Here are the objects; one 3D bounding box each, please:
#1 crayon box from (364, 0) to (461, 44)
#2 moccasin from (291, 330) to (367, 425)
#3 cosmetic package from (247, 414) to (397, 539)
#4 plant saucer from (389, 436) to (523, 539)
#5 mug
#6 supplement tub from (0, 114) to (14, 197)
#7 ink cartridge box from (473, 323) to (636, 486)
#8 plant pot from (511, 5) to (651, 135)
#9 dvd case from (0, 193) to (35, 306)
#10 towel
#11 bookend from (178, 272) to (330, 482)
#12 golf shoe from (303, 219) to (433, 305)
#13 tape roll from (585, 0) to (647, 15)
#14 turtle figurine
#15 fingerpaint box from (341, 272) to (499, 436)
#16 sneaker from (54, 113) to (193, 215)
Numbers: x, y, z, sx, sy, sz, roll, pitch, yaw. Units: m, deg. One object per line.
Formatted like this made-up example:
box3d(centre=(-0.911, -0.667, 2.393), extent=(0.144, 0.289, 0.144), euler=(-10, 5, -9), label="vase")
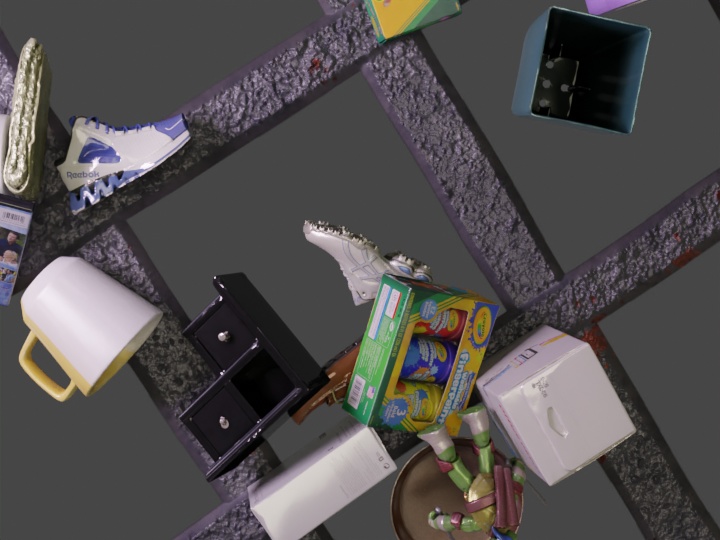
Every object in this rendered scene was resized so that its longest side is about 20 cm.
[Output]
box3d(centre=(0.050, -0.431, 1.609), extent=(0.118, 0.058, 0.201), euler=(-21, 97, -6), label="crayon box")
box3d(centre=(-0.014, 0.153, 1.641), extent=(0.201, 0.074, 0.078), euler=(-38, 90, -13), label="moccasin")
box3d(centre=(-0.056, 0.292, 1.622), extent=(0.199, 0.113, 0.081), euler=(-34, 98, -6), label="cosmetic package")
box3d(centre=(0.139, 0.339, 1.691), extent=(0.198, 0.034, 0.202), euler=(-1, 94, -7), label="plant saucer")
box3d(centre=(-0.382, 0.076, 1.549), extent=(0.153, 0.149, 0.187), euler=(41, 81, -1), label="mug")
box3d(centre=(-0.558, -0.145, 1.504), extent=(0.198, 0.140, 0.142), euler=(2, 94, -8), label="supplement tub")
box3d(centre=(0.260, 0.182, 1.612), extent=(0.144, 0.200, 0.148), euler=(-32, 98, -4), label="ink cartridge box")
box3d(centre=(0.282, -0.265, 1.582), extent=(0.140, 0.200, 0.143), euler=(10, 94, -9), label="plant pot")
box3d(centre=(-0.513, -0.036, 1.508), extent=(0.142, 0.018, 0.200), euler=(15, 135, -16), label="dvd case")
box3d(centre=(-0.432, -0.194, 1.508), extent=(0.036, 0.148, 0.202), euler=(5, 87, -9), label="towel")
box3d(centre=(-0.183, 0.143, 1.584), extent=(0.199, 0.092, 0.200), euler=(-42, 80, 15), label="bookend")
box3d(centre=(0.000, 0.000, 1.629), extent=(0.199, 0.078, 0.098), euler=(26, 96, -8), label="golf shoe")
box3d(centre=(0.403, -0.410, 1.588), extent=(0.199, 0.200, 0.066), euler=(-20, 96, -6), label="tape roll")
box3d(centre=(0.155, 0.295, 1.613), extent=(0.143, 0.200, 0.195), euler=(-20, 92, 17), label="turtle figurine")
box3d(centre=(0.085, 0.120, 1.603), extent=(0.166, 0.073, 0.201), euler=(12, 100, -36), label="fingerpaint box")
box3d(centre=(-0.332, -0.173, 1.564), extent=(0.199, 0.081, 0.116), euler=(-32, 100, -3), label="sneaker")
